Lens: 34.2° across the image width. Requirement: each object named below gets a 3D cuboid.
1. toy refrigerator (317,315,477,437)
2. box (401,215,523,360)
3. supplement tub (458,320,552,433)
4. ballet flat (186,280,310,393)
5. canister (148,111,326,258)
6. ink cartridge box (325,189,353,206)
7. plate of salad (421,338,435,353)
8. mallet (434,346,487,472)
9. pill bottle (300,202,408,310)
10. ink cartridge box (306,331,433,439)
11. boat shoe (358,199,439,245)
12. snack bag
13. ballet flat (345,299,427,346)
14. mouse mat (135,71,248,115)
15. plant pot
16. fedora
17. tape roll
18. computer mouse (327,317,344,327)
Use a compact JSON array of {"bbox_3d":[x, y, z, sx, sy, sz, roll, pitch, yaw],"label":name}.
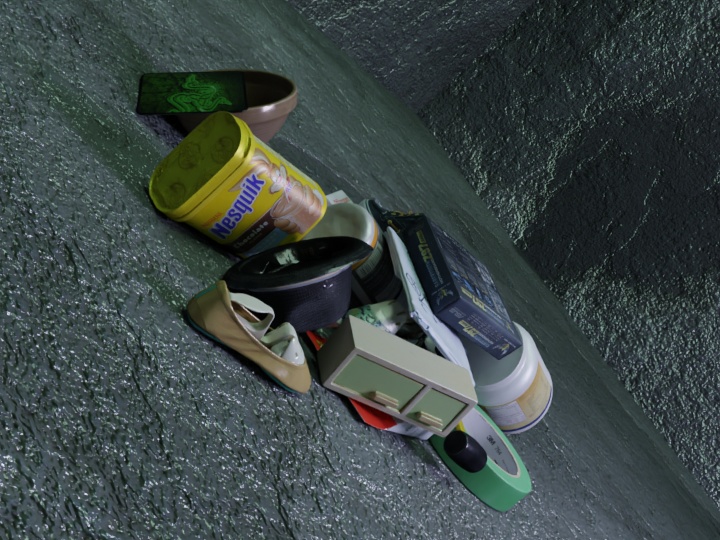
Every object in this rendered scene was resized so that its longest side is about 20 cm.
[{"bbox_3d":[0.048,0.140,1.506,0.199,0.076,0.070,26,29,-27],"label":"toy refrigerator"},{"bbox_3d":[0.151,0.028,1.724,0.200,0.051,0.158,34,27,-48],"label":"box"},{"bbox_3d":[0.221,0.163,1.867,0.145,0.144,0.200,56,1,33],"label":"supplement tub"},{"bbox_3d":[-0.108,0.076,1.320,0.200,0.063,0.069,37,17,-40],"label":"ballet flat"},{"bbox_3d":[-0.151,-0.098,1.506,0.200,0.148,0.087,34,18,-51],"label":"canister"},{"bbox_3d":[-0.007,-0.027,1.903,0.200,0.086,0.146,49,13,0],"label":"ink cartridge box"},{"bbox_3d":[0.114,0.122,1.919,0.200,0.048,0.201,-21,90,-79],"label":"plate of salad"},{"bbox_3d":[0.135,0.191,1.628,0.066,0.041,0.201,49,23,-37],"label":"mallet"},{"bbox_3d":[0.000,0.000,1.724,0.117,0.116,0.200,59,3,41],"label":"pill bottle"},{"bbox_3d":[0.023,0.143,1.580,0.160,0.047,0.200,55,13,27],"label":"ink cartridge box"},{"bbox_3d":[0.070,-0.068,1.874,0.071,0.091,0.201,36,16,-44],"label":"boat shoe"},{"bbox_3d":[0.098,0.057,1.659,0.189,0.021,0.200,52,15,-37],"label":"snack bag"},{"bbox_3d":[0.043,0.071,1.619,0.074,0.074,0.200,52,14,20],"label":"ballet flat"},{"bbox_3d":[-0.249,-0.266,1.743,0.200,0.160,0.008,-105,-165,-62],"label":"mouse mat"},{"bbox_3d":[-0.195,-0.237,1.796,0.201,0.200,0.093,-107,-164,-61],"label":"plant pot"},{"bbox_3d":[-0.071,0.023,1.465,0.201,0.199,0.092,-73,153,-75],"label":"fedora"},{"bbox_3d":[0.168,0.258,1.717,0.200,0.048,0.201,44,13,-13],"label":"tape roll"},{"bbox_3d":[-0.090,0.017,1.605,0.110,0.044,0.200,41,8,-49],"label":"computer mouse"}]
